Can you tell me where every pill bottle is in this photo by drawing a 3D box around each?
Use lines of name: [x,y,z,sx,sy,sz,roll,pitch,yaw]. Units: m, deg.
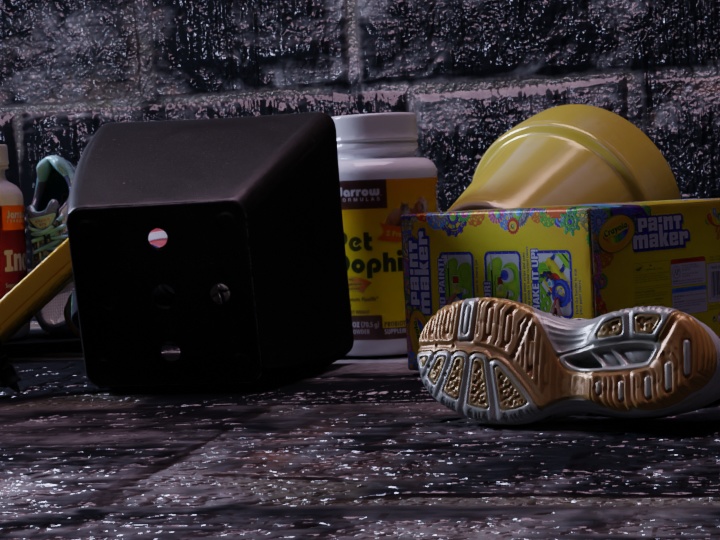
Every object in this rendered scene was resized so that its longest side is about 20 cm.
pill bottle: [-0.403,-0.028,1.734,0.112,0.201,0.113,-3,3,0]
pill bottle: [0.014,-0.031,1.421,0.109,0.201,0.109,-3,3,0]

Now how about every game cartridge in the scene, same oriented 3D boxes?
game cartridge: [-0.298,0.011,1.588,0.176,0.032,0.200,-43,7,-2]

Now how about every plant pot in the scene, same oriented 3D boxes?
plant pot: [0.163,-0.029,1.515,0.200,0.202,0.189,0,20,39]
plant pot: [-0.123,-0.003,1.273,0.199,0.201,0.177,-2,14,10]

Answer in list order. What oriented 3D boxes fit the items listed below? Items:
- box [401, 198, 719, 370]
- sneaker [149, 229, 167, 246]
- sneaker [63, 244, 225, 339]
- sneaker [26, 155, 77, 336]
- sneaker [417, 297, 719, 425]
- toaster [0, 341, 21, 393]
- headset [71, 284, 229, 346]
box: [0.167,0.011,1.252,0.199,0.123,0.192,-5,3,-42]
sneaker: [-0.231,-0.020,1.741,0.112,0.200,0.071,-45,-13,-30]
sneaker: [-0.189,0.015,1.628,0.199,0.088,0.075,-14,52,-41]
sneaker: [-0.323,-0.028,1.752,0.077,0.201,0.086,-11,-28,12]
sneaker: [0.128,0.061,0.989,0.199,0.076,0.087,4,-9,37]
toaster: [-0.349,0.014,1.171,0.118,0.201,0.181,-4,10,24]
headset: [-0.150,0.041,1.436,0.199,0.095,0.124,-8,-20,9]
